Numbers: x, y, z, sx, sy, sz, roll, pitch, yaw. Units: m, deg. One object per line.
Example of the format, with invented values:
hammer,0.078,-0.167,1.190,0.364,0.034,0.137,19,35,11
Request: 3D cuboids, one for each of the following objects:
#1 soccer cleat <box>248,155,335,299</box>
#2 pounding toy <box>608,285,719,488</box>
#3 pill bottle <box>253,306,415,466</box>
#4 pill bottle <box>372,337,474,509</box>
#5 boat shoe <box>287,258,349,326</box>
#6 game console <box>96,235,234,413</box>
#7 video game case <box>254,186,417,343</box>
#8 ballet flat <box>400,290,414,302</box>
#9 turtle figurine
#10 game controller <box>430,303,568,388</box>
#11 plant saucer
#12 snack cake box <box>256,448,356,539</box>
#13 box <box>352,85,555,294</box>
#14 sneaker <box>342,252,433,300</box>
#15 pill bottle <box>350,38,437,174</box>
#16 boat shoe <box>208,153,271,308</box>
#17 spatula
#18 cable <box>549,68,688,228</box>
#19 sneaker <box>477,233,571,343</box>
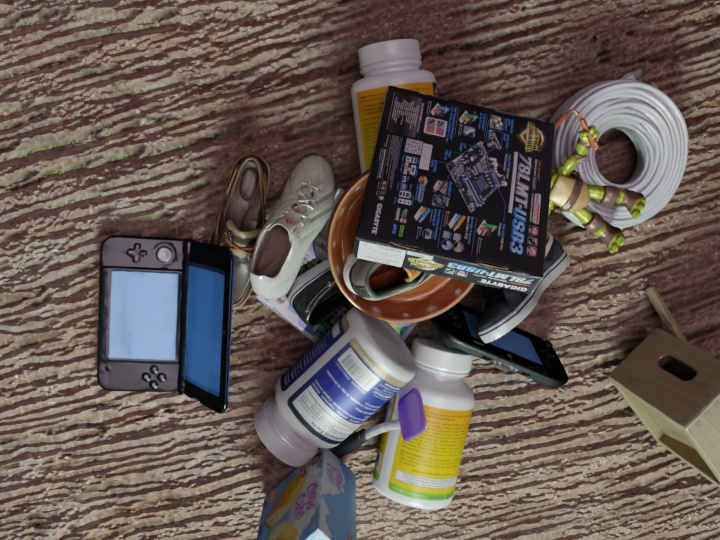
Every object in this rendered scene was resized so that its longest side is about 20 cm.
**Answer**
soccer cleat,-0.082,-0.060,0.906,0.069,0.078,0.202,16,72,12
pounding toy,0.447,0.156,0.996,0.142,0.200,0.184,-43,115,-2
pill bottle,-0.036,0.150,0.927,0.116,0.116,0.200,44,105,-10
pill bottle,0.088,0.197,0.968,0.110,0.111,0.202,11,94,-9
boat shoe,0.000,0.000,0.927,0.199,0.057,0.069,-35,144,2
game console,-0.242,0.063,0.901,0.169,0.118,0.202,3,95,-9
video game case,-0.009,0.022,0.981,0.199,0.022,0.183,38,89,-11
ballet flat,0.097,-0.039,0.938,0.067,0.062,0.201,32,100,-29
turtle figurine,0.265,-0.085,0.927,0.160,0.064,0.202,24,96,-10
game controller,0.183,0.095,0.970,0.198,0.104,0.042,22,106,-15
plant saucer,0.057,-0.036,0.878,0.198,0.032,0.203,-3,108,-10
snack cake box,-0.066,0.316,0.905,0.115,0.200,0.067,-44,100,8
box,0.105,-0.090,0.796,0.196,0.050,0.202,12,65,-2
sneaker,0.077,-0.022,0.829,0.199,0.079,0.074,-30,109,-2
pill bottle,0.047,-0.180,0.922,0.108,0.109,0.202,-9,98,-7
boat shoe,-0.153,-0.048,0.925,0.071,0.072,0.202,14,94,-9
spatula,0.020,0.206,0.942,0.020,0.200,0.057,14,55,-37
cable,0.344,-0.154,0.990,0.198,0.069,0.202,-21,99,-6
sneaker,0.197,0.012,0.957,0.080,0.078,0.200,51,50,-3
